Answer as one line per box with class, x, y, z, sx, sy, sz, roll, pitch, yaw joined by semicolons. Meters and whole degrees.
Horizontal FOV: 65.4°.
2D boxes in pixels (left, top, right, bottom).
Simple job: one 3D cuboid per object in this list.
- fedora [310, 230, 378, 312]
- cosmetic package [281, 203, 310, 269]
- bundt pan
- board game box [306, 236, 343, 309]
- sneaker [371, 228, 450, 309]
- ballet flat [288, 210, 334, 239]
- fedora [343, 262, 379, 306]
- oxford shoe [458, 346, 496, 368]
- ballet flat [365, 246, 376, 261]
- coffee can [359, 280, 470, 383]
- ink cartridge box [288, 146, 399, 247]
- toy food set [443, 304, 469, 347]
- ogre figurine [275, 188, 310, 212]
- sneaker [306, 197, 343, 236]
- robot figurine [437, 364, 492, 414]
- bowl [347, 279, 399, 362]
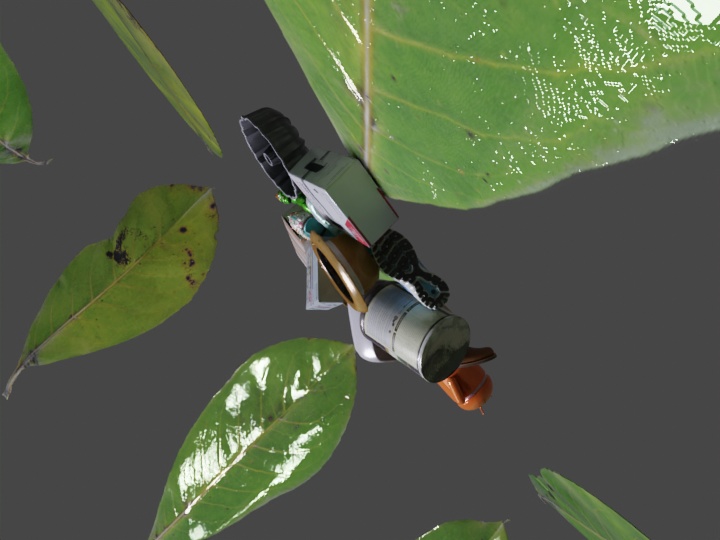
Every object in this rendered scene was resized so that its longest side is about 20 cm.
fedora;-0.024;-0.011;1.142;0.202;0.081;0.201;54;169;15
cosmetic package;-0.138;-0.087;1.537;0.104;0.087;0.201;49;167;27
bundt pan;-0.167;-0.254;1.186;0.202;0.075;0.202;49;165;18
board game box;-0.088;0.012;1.331;0.200;0.063;0.150;150;120;-74
sneaker;0.090;-0.001;1.134;0.200;0.078;0.090;48;176;-6
ballet flat;-0.111;-0.104;1.378;0.063;0.076;0.200;26;175;27
fedora;0.000;0.000;1.455;0.080;0.203;0.201;1;150;23
oxford shoe;0.200;0.177;1.241;0.071;0.197;0.073;-9;-87;-65
ballet flat;0.040;-0.051;1.207;0.201;0.067;0.062;50;-178;-23
coffee can;0.113;0.126;1.196;0.199;0.147;0.147;29;163;46
ink cartridge box;-0.037;-0.144;1.061;0.145;0.084;0.200;50;173;-31
toy food set;0.182;0.117;1.336;0.201;0.049;0.198;50;172;-21
ogre figurine;-0.141;-0.197;1.369;0.119;0.099;0.200;23;179;23
sneaker;-0.033;-0.106;1.275;0.200;0.074;0.118;40;-179;-22
robot figurine;0.264;0.281;1.467;0.200;0.117;0.144;46;173;2
bowl;0.039;0.127;1.384;0.199;0.074;0.203;4;-107;-58
